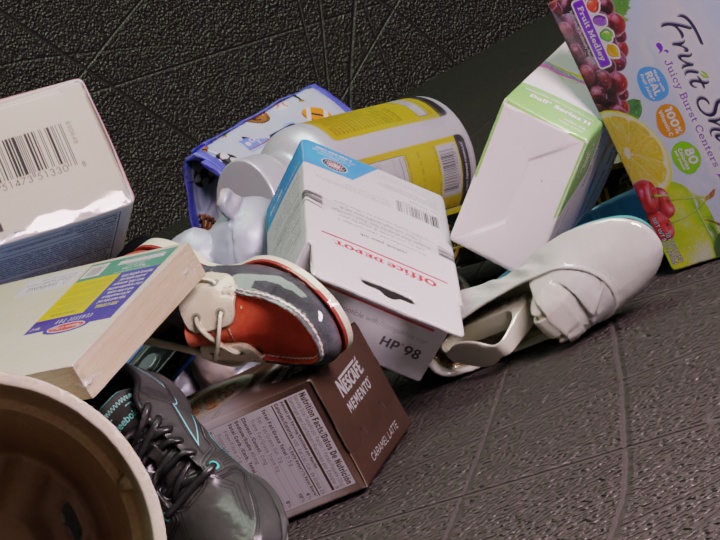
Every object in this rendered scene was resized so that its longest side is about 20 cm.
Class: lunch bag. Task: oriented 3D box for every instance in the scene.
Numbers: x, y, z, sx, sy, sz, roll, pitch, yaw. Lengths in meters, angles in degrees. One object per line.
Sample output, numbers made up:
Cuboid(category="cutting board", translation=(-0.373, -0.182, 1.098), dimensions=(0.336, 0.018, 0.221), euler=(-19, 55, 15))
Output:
Cuboid(category="lunch bag", translation=(-0.048, -0.044, 1.925), dimensions=(0.124, 0.200, 0.170), euler=(-19, 10, 46))

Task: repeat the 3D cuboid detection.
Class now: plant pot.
Cuboid(category="plant pot", translation=(-0.211, 0.162, 1.280), dimensions=(0.200, 0.201, 0.183), euler=(-28, -3, -8))

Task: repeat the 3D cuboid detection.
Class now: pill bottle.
Cuboid(category="pill bottle", translation=(-0.012, -0.069, 1.802), dimensions=(0.200, 0.112, 0.112), euler=(-16, 0, -37))

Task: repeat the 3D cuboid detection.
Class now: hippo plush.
Cuboid(category="hippo plush", translation=(-0.085, 0.021, 1.607), dimensions=(0.200, 0.161, 0.159), euler=(-27, -23, 21))

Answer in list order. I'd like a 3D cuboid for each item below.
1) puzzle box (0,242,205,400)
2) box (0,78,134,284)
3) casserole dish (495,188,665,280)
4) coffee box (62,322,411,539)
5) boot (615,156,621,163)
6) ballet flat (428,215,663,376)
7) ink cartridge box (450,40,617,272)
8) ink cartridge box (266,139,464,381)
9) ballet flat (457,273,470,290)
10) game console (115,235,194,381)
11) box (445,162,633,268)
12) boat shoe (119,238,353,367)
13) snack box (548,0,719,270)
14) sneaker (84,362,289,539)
Cuboid(category="puzzle box", translation=(-0.202, 0.044, 1.359), dimensions=(0.200, 0.025, 0.133), euler=(-12, 26, 38))
Cuboid(category="box", translation=(-0.252, -0.036, 1.666), dimensions=(0.128, 0.109, 0.200), euler=(-19, -18, -20))
Cuboid(category="casserole dish", translation=(0.172, -0.013, 1.595), dimensions=(0.121, 0.039, 0.200), euler=(-21, 10, 41))
Cuboid(category="coffee box", translation=(-0.082, 0.119, 1.433), dimensions=(0.200, 0.080, 0.114), euler=(-24, 10, 20))
Cuboid(category="boot", translation=(0.237, -0.111, 1.879), dimensions=(0.200, 0.073, 0.155), euler=(-40, 17, -36))
Cuboid(category="ballet flat", translation=(0.116, 0.027, 1.480), dimensions=(0.200, 0.069, 0.069), euler=(-25, 7, 43))
Cuboid(category="ink cartridge box", translation=(0.141, -0.088, 1.588), dimensions=(0.200, 0.067, 0.117), euler=(-45, -21, -59))
Cuboid(category="ink cartridge box", translation=(0.000, 0.000, 1.520), dimensions=(0.067, 0.116, 0.200), euler=(-61, 15, 24))
Cuboid(category="ballet flat", translation=(0.039, 0.031, 1.676), dimensions=(0.069, 0.070, 0.200), euler=(-33, 10, -35))
Cuboid(category="game console", translation=(-0.202, 0.026, 1.528), dimensions=(0.171, 0.118, 0.200), euler=(-50, 26, -9))
Cuboid(category="box", translation=(0.109, -0.035, 1.743), dimensions=(0.200, 0.049, 0.160), euler=(-15, 1, -39))
Cuboid(category="boat shoe", translation=(-0.089, 0.027, 1.382), dimensions=(0.200, 0.071, 0.063), euler=(14, 38, 42))
Cuboid(category="snack box", translation=(0.228, -0.114, 1.471), dimensions=(0.142, 0.200, 0.053), euler=(-21, 9, 41))
Cuboid(category="sneaker", translation=(-0.116, 0.116, 1.313), dimensions=(0.075, 0.079, 0.200), euler=(-47, 46, -1))
